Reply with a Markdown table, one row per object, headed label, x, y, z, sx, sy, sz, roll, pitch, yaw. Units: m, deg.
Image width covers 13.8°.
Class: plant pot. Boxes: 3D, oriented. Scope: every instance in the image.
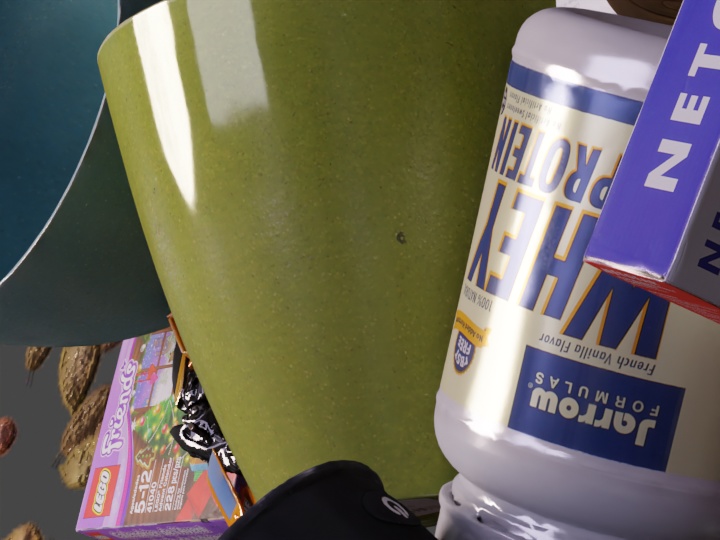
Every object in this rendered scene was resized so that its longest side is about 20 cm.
| label | x | y | z | sx | sy | sz | roll | pitch | yaw |
| --- | --- | --- | --- | --- | --- | --- | --- | --- | --- |
| plant pot | 0.000 | 0.000 | 1.183 | 0.187 | 0.187 | 0.200 | -23 | 70 | 49 |
| plant pot | -0.116 | -0.047 | 1.403 | 0.200 | 0.135 | 0.200 | -34 | 44 | 41 |

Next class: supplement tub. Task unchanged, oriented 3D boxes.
| label | x | y | z | sx | sy | sz | roll | pitch | yaw |
| --- | --- | --- | --- | --- | --- | --- | --- | --- | --- |
| supplement tub | 0.107 | 0.016 | 1.071 | 0.145 | 0.145 | 0.200 | 25 | 105 | 59 |

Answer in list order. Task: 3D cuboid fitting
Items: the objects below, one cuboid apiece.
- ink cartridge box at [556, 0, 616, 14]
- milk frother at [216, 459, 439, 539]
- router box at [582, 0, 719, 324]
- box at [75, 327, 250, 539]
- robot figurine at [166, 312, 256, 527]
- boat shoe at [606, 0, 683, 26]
| label | x | y | z | sx | sy | sz | roll | pitch | yaw |
| --- | --- | --- | --- | --- | --- | --- | --- | --- | --- |
| ink cartridge box | 0.142 | -0.039 | 1.190 | 0.162 | 0.050 | 0.200 | -30 | 64 | 44 |
| milk frother | -0.004 | 0.202 | 0.995 | 0.188 | 0.180 | 0.200 | 38 | 120 | 27 |
| router box | 0.187 | -0.060 | 0.984 | 0.049 | 0.179 | 0.200 | 17 | 85 | 59 |
| box | -0.066 | 0.034 | 1.442 | 0.137 | 0.039 | 0.200 | -12 | 61 | 54 |
| robot figurine | -0.018 | 0.056 | 1.303 | 0.145 | 0.058 | 0.200 | -42 | 49 | 12 |
| boat shoe | 0.183 | -0.151 | 1.118 | 0.200 | 0.071 | 0.069 | -20 | 43 | 14 |
